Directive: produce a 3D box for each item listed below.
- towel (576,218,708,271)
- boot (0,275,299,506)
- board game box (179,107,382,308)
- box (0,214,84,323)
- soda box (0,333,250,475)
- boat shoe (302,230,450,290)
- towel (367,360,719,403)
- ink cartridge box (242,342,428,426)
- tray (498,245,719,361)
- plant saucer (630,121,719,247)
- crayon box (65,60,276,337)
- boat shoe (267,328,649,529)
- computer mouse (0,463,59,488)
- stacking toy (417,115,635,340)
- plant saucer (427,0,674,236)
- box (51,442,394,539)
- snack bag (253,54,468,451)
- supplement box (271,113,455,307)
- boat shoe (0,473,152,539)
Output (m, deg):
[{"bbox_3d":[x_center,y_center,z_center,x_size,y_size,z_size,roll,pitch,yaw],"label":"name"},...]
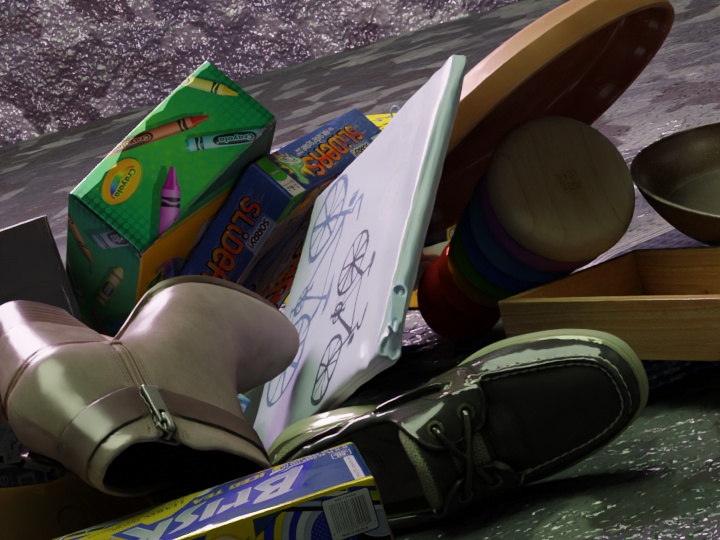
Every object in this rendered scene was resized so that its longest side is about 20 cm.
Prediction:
[{"bbox_3d":[0.246,-0.023,1.476,0.199,0.035,0.192,-23,9,-18],"label":"towel"},{"bbox_3d":[-0.082,0.065,1.159,0.199,0.071,0.146,1,27,-36],"label":"boot"},{"bbox_3d":[-0.070,-0.001,1.504,0.200,0.034,0.135,-56,-11,31],"label":"board game box"},{"bbox_3d":[-0.246,0.054,1.485,0.148,0.125,0.200,-20,0,-14],"label":"box"},{"bbox_3d":[-0.155,0.065,1.250,0.199,0.064,0.068,16,9,-43],"label":"soda box"},{"bbox_3d":[0.008,-0.020,1.476,0.075,0.062,0.200,-38,-10,19],"label":"boat shoe"},{"bbox_3d":[0.108,0.059,1.297,0.199,0.024,0.145,-18,9,-15],"label":"towel"},{"bbox_3d":[-0.056,0.066,1.450,0.099,0.039,0.200,-9,13,39],"label":"ink cartridge box"},{"bbox_3d":[0.169,0.017,1.259,0.098,0.037,0.200,-20,10,-30],"label":"tray"},{"bbox_3d":[0.250,-0.046,1.360,0.199,0.032,0.200,-4,19,2],"label":"plant saucer"},{"bbox_3d":[-0.117,-0.027,1.469,0.119,0.058,0.200,-47,-10,-22],"label":"crayon box"},{"bbox_3d":[0.038,0.086,1.143,0.200,0.072,0.066,-18,15,23],"label":"boat shoe"},{"bbox_3d":[-0.229,0.146,1.207,0.199,0.110,0.044,-11,-6,-37],"label":"computer mouse"},{"bbox_3d":[0.084,-0.010,1.413,0.085,0.086,0.200,-22,-15,-25],"label":"stacking toy"},{"bbox_3d":[0.091,-0.093,1.381,0.200,0.032,0.200,-37,-13,-10],"label":"plant saucer"},{"bbox_3d":[-0.083,0.139,1.056,0.199,0.065,0.070,-17,11,-5],"label":"box"},{"bbox_3d":[0.000,0.000,1.264,0.200,0.021,0.189,-45,25,56],"label":"snack bag"},{"bbox_3d":[0.020,-0.044,1.692,0.108,0.110,0.200,-24,13,-32],"label":"supplement box"},{"bbox_3d":[-0.150,0.138,1.188,0.199,0.071,0.070,-21,-27,-36],"label":"boat shoe"}]
